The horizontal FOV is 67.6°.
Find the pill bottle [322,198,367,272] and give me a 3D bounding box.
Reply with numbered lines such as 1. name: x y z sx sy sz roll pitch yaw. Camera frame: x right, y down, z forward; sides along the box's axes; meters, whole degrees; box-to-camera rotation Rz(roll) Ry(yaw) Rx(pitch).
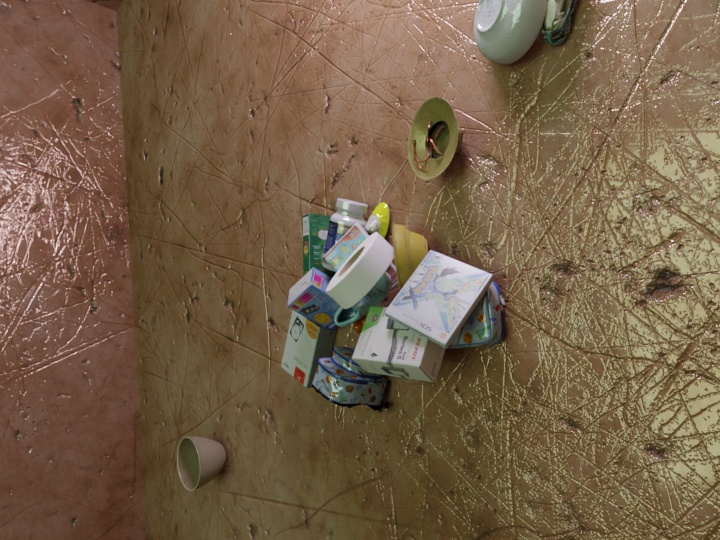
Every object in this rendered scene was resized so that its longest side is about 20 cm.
1. pill bottle: -0.042 -0.101 1.572 0.115 0.114 0.204 21 104 44

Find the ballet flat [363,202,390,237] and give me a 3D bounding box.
1. ballet flat: 0.035 -0.093 1.526 0.066 0.066 0.204 23 105 45

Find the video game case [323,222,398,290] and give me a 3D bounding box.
1. video game case: 0.006 -0.010 1.497 0.143 0.017 0.201 -42 83 19

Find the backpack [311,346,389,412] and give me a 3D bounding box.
1. backpack: -0.033 0.300 1.498 0.198 0.188 0.158 16 100 46

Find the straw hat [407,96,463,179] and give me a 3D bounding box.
1. straw hat: 0.206 -0.324 1.340 0.200 0.084 0.206 8 100 58

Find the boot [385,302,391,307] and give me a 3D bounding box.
1. boot: 0.091 0.161 1.397 0.198 0.077 0.156 -35 59 -2

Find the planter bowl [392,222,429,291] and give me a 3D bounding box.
1. planter bowl: 0.137 -0.027 1.374 0.082 0.200 0.205 -7 82 9

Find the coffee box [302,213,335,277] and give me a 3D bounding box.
1. coffee box: -0.119 -0.066 1.645 0.044 0.121 0.205 -7 84 50

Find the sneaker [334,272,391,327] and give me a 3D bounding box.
1. sneaker: 0.006 0.086 1.454 0.074 0.082 0.200 44 102 5

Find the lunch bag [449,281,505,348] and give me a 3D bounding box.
1. lunch bag: 0.253 0.102 1.287 0.198 0.075 0.164 -14 77 46

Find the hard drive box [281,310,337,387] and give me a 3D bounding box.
1. hard drive box: -0.166 0.245 1.722 0.155 0.076 0.204 24 106 45

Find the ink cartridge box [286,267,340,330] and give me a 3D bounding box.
1. ink cartridge box: -0.100 0.094 1.598 0.136 0.198 0.077 -39 34 37

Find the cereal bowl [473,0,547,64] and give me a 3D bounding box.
1. cereal bowl: 0.315 -0.568 1.193 0.199 0.082 0.205 -178 90 -66

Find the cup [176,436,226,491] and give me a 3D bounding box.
1. cup: -0.620 0.752 2.139 0.198 0.141 0.205 -1 89 47

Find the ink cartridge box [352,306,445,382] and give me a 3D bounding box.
1. ink cartridge box: 0.097 0.171 1.278 0.197 0.084 0.148 -1 57 39

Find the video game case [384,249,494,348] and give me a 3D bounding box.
1. video game case: 0.178 0.058 1.230 0.181 0.022 0.201 24 67 39

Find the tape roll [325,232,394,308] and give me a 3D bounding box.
1. tape roll: 0.000 0.000 1.379 0.071 0.203 0.202 41 128 -10

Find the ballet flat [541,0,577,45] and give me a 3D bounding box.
1. ballet flat: 0.424 -0.584 1.130 0.073 0.073 0.205 14 99 45

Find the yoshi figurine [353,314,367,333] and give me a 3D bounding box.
1. yoshi figurine: 0.060 0.215 1.472 0.199 0.111 0.114 34 128 39
